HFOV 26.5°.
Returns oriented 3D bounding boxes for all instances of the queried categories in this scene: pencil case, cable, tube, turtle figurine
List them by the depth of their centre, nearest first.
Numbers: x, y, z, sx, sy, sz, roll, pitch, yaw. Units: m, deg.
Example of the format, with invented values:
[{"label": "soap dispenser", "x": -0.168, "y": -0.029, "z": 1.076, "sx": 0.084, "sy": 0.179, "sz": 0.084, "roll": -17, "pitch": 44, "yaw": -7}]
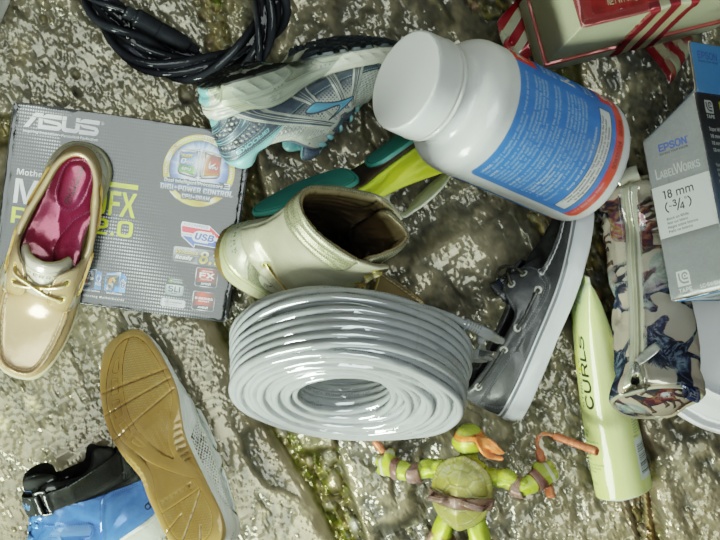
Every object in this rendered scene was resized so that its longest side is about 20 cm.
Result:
[{"label": "cable", "x": -0.009, "y": 0.081, "z": 1.233, "sx": 0.200, "sy": 0.200, "sz": 0.069, "roll": 23, "pitch": 56, "yaw": -33}, {"label": "pencil case", "x": 0.239, "y": 0.019, "z": 1.266, "sx": 0.078, "sy": 0.089, "sz": 0.201, "roll": -7, "pitch": 71, "yaw": 18}, {"label": "cable", "x": -0.150, "y": -0.241, "z": 1.272, "sx": 0.163, "sy": 0.051, "sz": 0.200, "roll": -29, "pitch": 96, "yaw": -3}, {"label": "turtle figurine", "x": 0.098, "y": 0.198, "z": 1.294, "sx": 0.199, "sy": 0.064, "sz": 0.162, "roll": 4, "pitch": 99, "yaw": 12}, {"label": "tube", "x": 0.207, "y": 0.097, "z": 1.318, "sx": 0.052, "sy": 0.058, "sz": 0.201, "roll": -20, "pitch": 102, "yaw": -42}]

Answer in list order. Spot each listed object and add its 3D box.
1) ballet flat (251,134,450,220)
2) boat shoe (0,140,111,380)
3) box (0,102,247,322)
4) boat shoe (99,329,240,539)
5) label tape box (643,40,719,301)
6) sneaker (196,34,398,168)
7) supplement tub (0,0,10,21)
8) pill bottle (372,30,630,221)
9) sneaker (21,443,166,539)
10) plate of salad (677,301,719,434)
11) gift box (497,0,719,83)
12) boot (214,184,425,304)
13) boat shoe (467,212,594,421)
[{"label": "ballet flat", "x": 0.008, "y": -0.066, "z": 1.293, "sx": 0.200, "sy": 0.067, "sz": 0.067, "roll": -28, "pitch": 111, "yaw": -5}, {"label": "boat shoe", "x": -0.252, "y": -0.008, "z": 1.220, "sx": 0.074, "sy": 0.069, "sz": 0.201, "roll": 15, "pitch": 91, "yaw": -6}, {"label": "box", "x": -0.199, "y": -0.049, "z": 1.280, "sx": 0.199, "sy": 0.044, "sz": 0.161, "roll": 8, "pitch": 93, "yaw": -6}, {"label": "boat shoe", "x": -0.158, "y": 0.146, "z": 1.286, "sx": 0.071, "sy": 0.069, "sz": 0.200, "roll": -27, "pitch": 75, "yaw": 15}, {"label": "label tape box", "x": 0.304, "y": -0.077, "z": 1.259, "sx": 0.144, "sy": 0.063, "sz": 0.201, "roll": 1, "pitch": 77, "yaw": -43}, {"label": "sneaker", "x": -0.040, "y": -0.141, "z": 1.269, "sx": 0.200, "sy": 0.078, "sz": 0.087, "roll": -19, "pitch": 112, "yaw": -25}, {"label": "supplement tub", "x": -0.382, "y": -0.249, "z": 1.202, "sx": 0.200, "sy": 0.145, "sz": 0.145, "roll": 25, "pitch": 90, "yaw": -6}, {"label": "pill bottle", "x": 0.112, "y": -0.119, "z": 1.229, "sx": 0.200, "sy": 0.112, "sz": 0.113, "roll": 20, "pitch": 91, "yaw": -35}, {"label": "sneaker", "x": -0.267, "y": 0.223, "z": 1.270, "sx": 0.200, "sy": 0.077, "sz": 0.111, "roll": -33, "pitch": 101, "yaw": -7}, {"label": "plate of salad", "x": 0.328, "y": 0.045, "z": 1.329, "sx": 0.199, "sy": 0.048, "sz": 0.201, "roll": 0, "pitch": 80, "yaw": -3}, {"label": "gift box", "x": 0.207, "y": -0.252, "z": 1.236, "sx": 0.184, "sy": 0.187, "sz": 0.201, "roll": -10, "pitch": 88, "yaw": -5}, {"label": "boot", "x": 0.000, "y": 0.000, "z": 1.231, "sx": 0.200, "sy": 0.155, "sz": 0.072, "roll": 25, "pitch": 63, "yaw": -24}, {"label": "boat shoe", "x": 0.139, "y": 0.028, "z": 1.309, "sx": 0.066, "sy": 0.070, "sz": 0.200, "roll": 19, "pitch": 98, "yaw": -8}]
